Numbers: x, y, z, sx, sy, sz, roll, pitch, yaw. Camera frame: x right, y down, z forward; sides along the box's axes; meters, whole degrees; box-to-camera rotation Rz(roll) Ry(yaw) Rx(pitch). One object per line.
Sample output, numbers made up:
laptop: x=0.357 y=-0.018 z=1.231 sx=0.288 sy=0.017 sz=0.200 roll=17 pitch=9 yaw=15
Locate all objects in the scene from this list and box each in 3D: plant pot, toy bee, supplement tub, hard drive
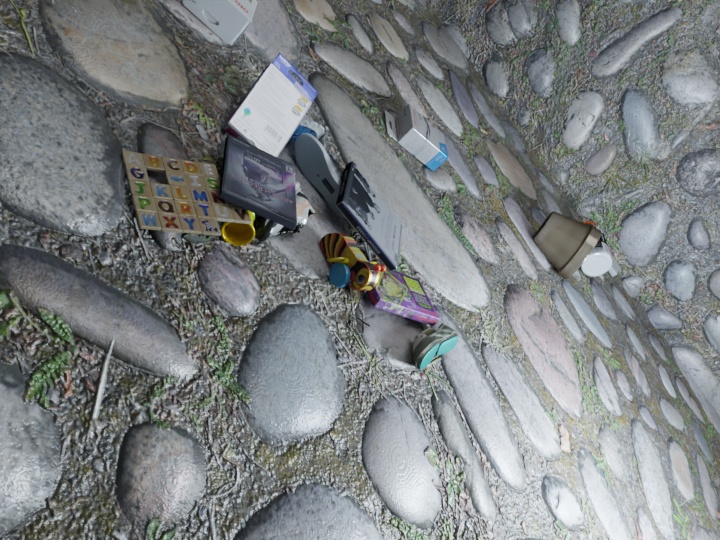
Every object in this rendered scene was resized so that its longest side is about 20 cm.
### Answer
plant pot: x=0.687 y=-0.102 z=2.404 sx=0.172 sy=0.202 sz=0.200 roll=36 pitch=30 yaw=6
toy bee: x=0.000 y=0.000 z=1.381 sx=0.202 sy=0.108 sz=0.130 roll=56 pitch=28 yaw=3
supplement tub: x=0.879 y=-0.087 z=2.696 sx=0.122 sy=0.122 sz=0.203 roll=36 pitch=35 yaw=-27
hard drive: x=1.022 y=-0.076 z=2.983 sx=0.202 sy=0.027 sz=0.131 roll=57 pitch=30 yaw=6

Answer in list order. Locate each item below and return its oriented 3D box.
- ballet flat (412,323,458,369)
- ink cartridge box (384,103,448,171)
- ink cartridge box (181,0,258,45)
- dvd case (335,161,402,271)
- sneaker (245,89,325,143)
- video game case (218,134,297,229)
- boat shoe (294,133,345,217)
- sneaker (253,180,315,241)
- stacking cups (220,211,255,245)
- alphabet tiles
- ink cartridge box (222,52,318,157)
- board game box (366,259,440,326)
ballet flat: x=0.142 y=0.156 z=1.485 sx=0.063 sy=0.069 sz=0.199 roll=33 pitch=22 yaw=22
ink cartridge box: x=0.162 y=-0.394 z=2.047 sx=0.198 sy=0.066 sz=0.118 roll=32 pitch=37 yaw=-33
ink cartridge box: x=-0.308 y=-0.625 z=1.599 sx=0.143 sy=0.084 sz=0.203 roll=36 pitch=36 yaw=-28
dvd case: x=0.023 y=-0.117 z=1.523 sx=0.201 sy=0.024 sz=0.152 roll=50 pitch=31 yaw=-28
sneaker: x=-0.170 y=-0.332 z=1.531 sx=0.198 sy=0.076 sz=0.087 roll=28 pitch=16 yaw=-35
video game case: x=-0.179 y=-0.160 z=1.256 sx=0.140 sy=0.019 sz=0.202 roll=23 pitch=30 yaw=-23
boat shoe: x=-0.067 y=-0.213 z=1.546 sx=0.203 sy=0.070 sz=0.091 roll=57 pitch=28 yaw=-8
sneaker: x=-0.137 y=-0.101 z=1.323 sx=0.080 sy=0.073 sz=0.201 roll=49 pitch=31 yaw=-10
stacking cups: x=-0.211 y=-0.135 z=1.266 sx=0.060 sy=0.060 sz=0.203 roll=33 pitch=36 yaw=-31
alphabet tiles: x=-0.276 y=-0.122 z=1.146 sx=0.196 sy=0.008 sz=0.169 roll=4 pitch=47 yaw=-37
ink cartridge box: x=-0.178 y=-0.326 z=1.433 sx=0.119 sy=0.042 sz=0.203 roll=39 pitch=66 yaw=-22
board game box: x=0.079 y=0.047 z=1.503 sx=0.197 sy=0.032 sz=0.121 roll=21 pitch=29 yaw=-43
